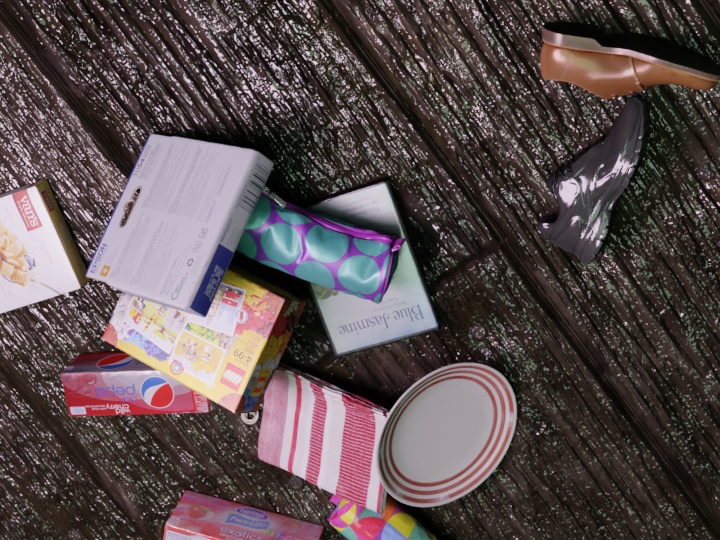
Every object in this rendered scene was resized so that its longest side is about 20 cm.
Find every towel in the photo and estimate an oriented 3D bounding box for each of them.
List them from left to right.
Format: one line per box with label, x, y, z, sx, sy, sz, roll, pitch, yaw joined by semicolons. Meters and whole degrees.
towel;-0.047;0.210;1.532;0.199;0.023;0.145;19;115;32

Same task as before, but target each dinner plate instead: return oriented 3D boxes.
dinner plate;0.103;0.199;1.492;0.199;0.024;0.201;-13;120;-25

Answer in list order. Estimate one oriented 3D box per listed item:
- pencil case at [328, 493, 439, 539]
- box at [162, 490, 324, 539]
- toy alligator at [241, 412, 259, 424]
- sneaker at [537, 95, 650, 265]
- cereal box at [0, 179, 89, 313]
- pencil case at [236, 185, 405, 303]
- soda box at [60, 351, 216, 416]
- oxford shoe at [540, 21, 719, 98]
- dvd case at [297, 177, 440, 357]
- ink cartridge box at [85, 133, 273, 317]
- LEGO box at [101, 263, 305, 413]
pencil case;0.050;0.353;1.579;0.200;0.088;0.088;42;112;-3
box;-0.159;0.379;1.622;0.199;0.095;0.103;13;112;7
toy alligator;-0.154;0.116;1.546;0.059;0.054;0.201;0;110;12
sneaker;0.262;-0.107;1.371;0.090;0.076;0.201;25;110;11
cereal box;-0.465;-0.020;1.568;0.199;0.040;0.144;-17;106;17
pencil case;-0.052;-0.034;1.434;0.199;0.085;0.093;20;126;4
soda box;-0.279;0.145;1.574;0.199;0.070;0.064;-2;109;13
oxford shoe;0.293;-0.218;1.327;0.199;0.071;0.072;15;118;18
dvd case;0.000;0.000;1.491;0.142;0.018;0.201;-16;106;16
ink cartridge box;-0.213;-0.057;1.420;0.199;0.043;0.197;14;77;44
LEGO box;-0.189;0.061;1.472;0.199;0.077;0.150;25;94;19
